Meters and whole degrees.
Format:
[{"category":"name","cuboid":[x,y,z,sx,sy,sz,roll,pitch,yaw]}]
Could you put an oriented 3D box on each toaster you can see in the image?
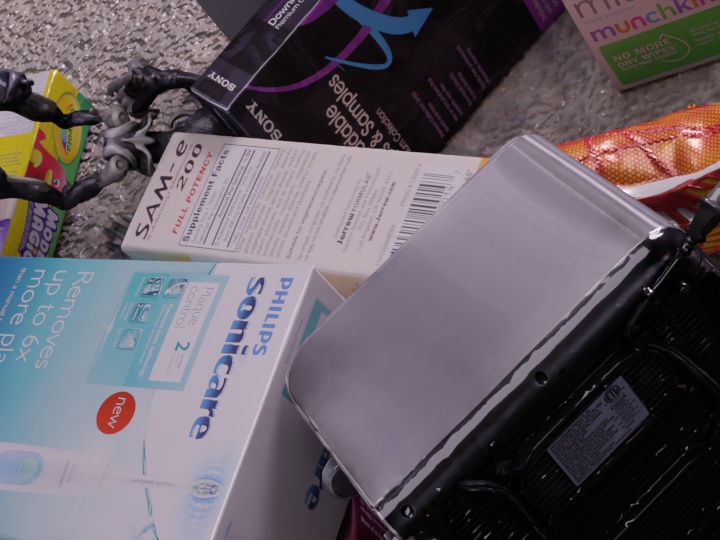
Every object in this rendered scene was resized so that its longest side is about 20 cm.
[{"category":"toaster","cuboid":[0.088,0.058,0.956,0.200,0.181,0.119,-45,45,-3]}]

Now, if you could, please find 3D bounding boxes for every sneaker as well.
[{"category":"sneaker","cuboid":[0.148,-0.043,1.083,0.199,0.073,0.077,-4,34,25]}]

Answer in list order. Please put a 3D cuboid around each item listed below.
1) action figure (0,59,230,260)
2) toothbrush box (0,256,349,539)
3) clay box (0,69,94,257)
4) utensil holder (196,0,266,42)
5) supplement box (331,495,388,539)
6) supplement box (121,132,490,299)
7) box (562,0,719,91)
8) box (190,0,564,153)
[{"category":"action figure","cuboid":[-0.122,-0.064,1.217,0.102,0.199,0.119,165,110,-69]},{"category":"toothbrush box","cuboid":[-0.101,0.077,1.007,0.199,0.085,0.147,3,61,35]},{"category":"clay box","cuboid":[-0.235,-0.018,1.299,0.115,0.048,0.201,-8,56,31]},{"category":"utensil holder","cuboid":[-0.032,-0.206,1.206,0.169,0.200,0.170,-17,51,22]},{"category":"supplement box","cuboid":[-0.031,0.155,1.024,0.110,0.086,0.201,-19,50,20]},{"category":"supplement box","cuboid":[0.000,0.000,1.090,0.199,0.126,0.074,7,63,35]},{"category":"box","cuboid":[0.201,-0.213,1.139,0.199,0.097,0.177,-18,51,20]},{"category":"box","cuboid":[0.017,-0.122,1.155,0.200,0.143,0.036,-49,48,-7]}]
